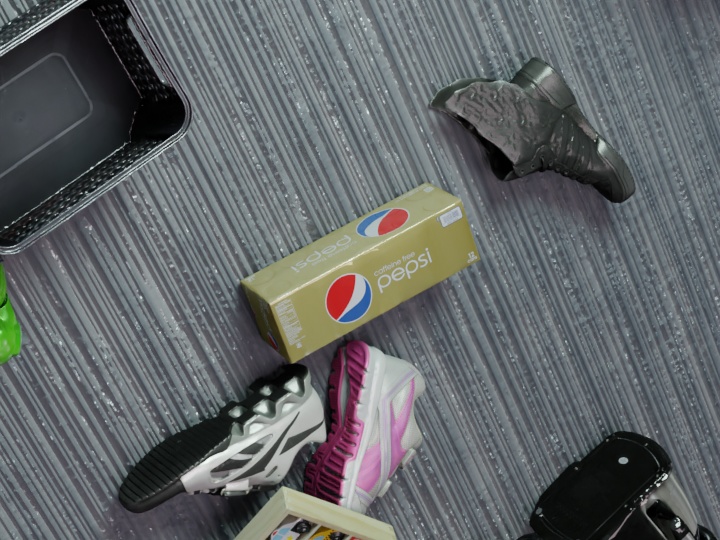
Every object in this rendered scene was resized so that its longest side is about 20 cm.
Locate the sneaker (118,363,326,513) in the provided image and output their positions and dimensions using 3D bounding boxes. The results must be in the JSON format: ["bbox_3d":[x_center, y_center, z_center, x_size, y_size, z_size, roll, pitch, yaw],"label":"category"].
[{"bbox_3d":[-0.113,0.170,1.616,0.200,0.074,0.089,-30,116,-15],"label":"sneaker"}]

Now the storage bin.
[{"bbox_3d":[-0.247,-0.116,1.418,0.200,0.094,0.136,-37,111,-21],"label":"storage bin"}]

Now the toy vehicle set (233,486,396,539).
[{"bbox_3d":[-0.074,0.281,1.650,0.124,0.027,0.200,23,122,-31],"label":"toy vehicle set"}]

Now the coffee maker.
[{"bbox_3d":[0.263,0.288,1.831,0.192,0.135,0.200,-30,119,13],"label":"coffee maker"}]

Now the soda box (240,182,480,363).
[{"bbox_3d":[0.000,0.000,1.621,0.199,0.068,0.064,-28,117,-17],"label":"soda box"}]

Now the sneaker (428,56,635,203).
[{"bbox_3d":[0.159,-0.112,1.673,0.104,0.060,0.200,-44,115,-9],"label":"sneaker"}]

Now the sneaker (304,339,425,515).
[{"bbox_3d":[0.011,0.166,1.674,0.088,0.081,0.201,9,103,-27],"label":"sneaker"}]

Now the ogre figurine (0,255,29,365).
[{"bbox_3d":[-0.343,0.054,1.452,0.120,0.098,0.200,55,46,-17],"label":"ogre figurine"}]
